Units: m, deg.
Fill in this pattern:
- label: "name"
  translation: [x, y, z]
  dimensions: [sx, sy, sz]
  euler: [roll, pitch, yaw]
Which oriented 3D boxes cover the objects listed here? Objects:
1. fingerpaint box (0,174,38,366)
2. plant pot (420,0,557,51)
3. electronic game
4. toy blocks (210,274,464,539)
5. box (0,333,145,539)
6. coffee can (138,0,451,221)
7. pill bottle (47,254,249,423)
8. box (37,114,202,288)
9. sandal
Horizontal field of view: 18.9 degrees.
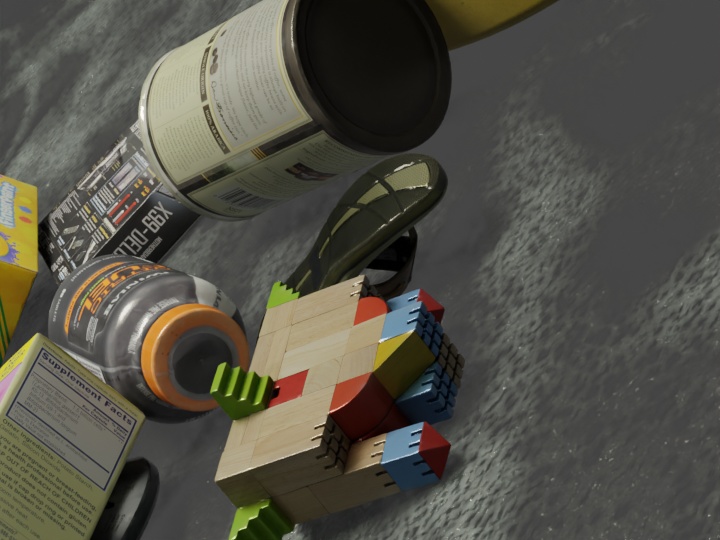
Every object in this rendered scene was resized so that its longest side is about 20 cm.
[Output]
- label: "fingerpaint box"
  translation: [-0.343, 0.024, 1.915]
  dimensions: [0.200, 0.073, 0.167]
  euler: [-110, 41, -66]
- label: "plant pot"
  translation: [0.058, -0.281, 1.625]
  dimensions: [0.176, 0.200, 0.200]
  euler: [-41, 20, 45]
- label: "electronic game"
  translation: [-0.203, 0.208, 1.460]
  dimensions: [0.200, 0.042, 0.200]
  euler: [-46, 14, 16]
- label: "toy blocks"
  translation: [-0.002, 0.070, 1.285]
  dimensions: [0.137, 0.100, 0.200]
  euler: [-21, 33, 27]
- label: "box"
  translation: [-0.254, 0.172, 1.427]
  dimensions: [0.176, 0.097, 0.200]
  euler: [-41, 17, 34]
- label: "coffee can"
  translation: [-0.052, -0.131, 1.612]
  dimensions: [0.200, 0.146, 0.146]
  euler: [-21, 34, 48]
- label: "pill bottle"
  translation: [-0.146, 0.050, 1.538]
  dimensions: [0.106, 0.106, 0.200]
  euler: [-52, 23, -11]
- label: "box"
  translation: [-0.207, -0.050, 1.890]
  dimensions: [0.158, 0.050, 0.200]
  euler: [-47, 22, -1]
- label: "sandal"
  translation: [0.000, 0.000, 1.433]
  dimensions: [0.201, 0.057, 0.080]
  euler: [-52, 23, 32]
